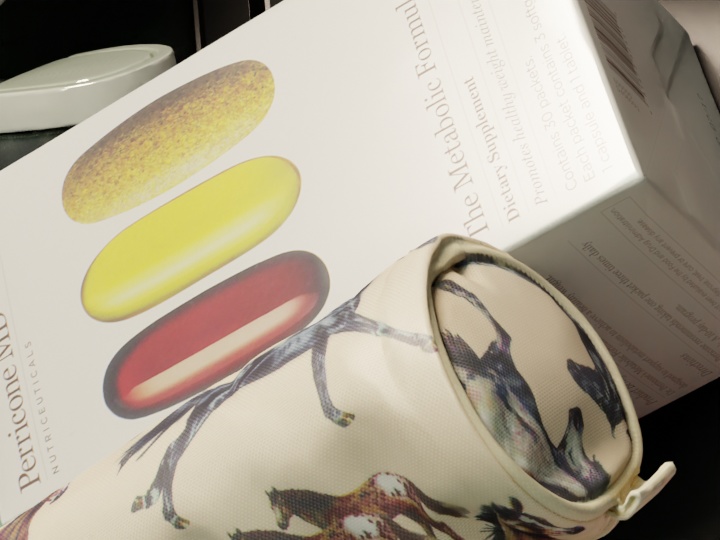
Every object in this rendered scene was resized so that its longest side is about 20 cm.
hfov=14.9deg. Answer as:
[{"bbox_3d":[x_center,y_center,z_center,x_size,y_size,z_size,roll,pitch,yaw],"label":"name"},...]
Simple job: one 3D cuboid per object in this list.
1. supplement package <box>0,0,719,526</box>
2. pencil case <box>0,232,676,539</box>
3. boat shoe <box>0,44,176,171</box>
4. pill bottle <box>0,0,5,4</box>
[{"bbox_3d":[0.000,0.000,0.763,0.200,0.110,0.114,-30,55,18],"label":"supplement package"},{"bbox_3d":[-0.023,0.072,0.682,0.200,0.089,0.078,-35,10,25],"label":"pencil case"},{"bbox_3d":[-0.130,-0.032,0.890,0.200,0.076,0.060,1,109,49],"label":"boat shoe"},{"bbox_3d":[-0.146,-0.132,0.878,0.112,0.112,0.200,19,55,37],"label":"pill bottle"}]
